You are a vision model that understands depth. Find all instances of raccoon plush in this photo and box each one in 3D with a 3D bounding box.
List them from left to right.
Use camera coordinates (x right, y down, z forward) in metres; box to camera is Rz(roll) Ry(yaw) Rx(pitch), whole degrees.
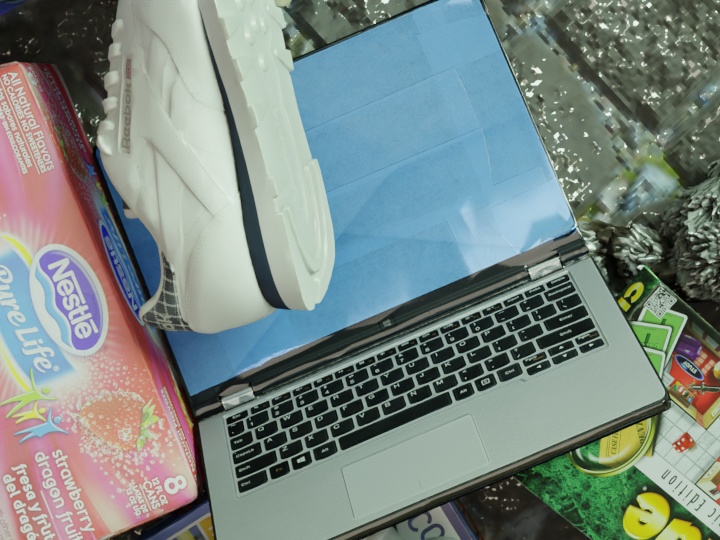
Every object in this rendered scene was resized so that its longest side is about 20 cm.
[{"bbox_3d":[0.166,-0.053,0.910,0.198,0.097,0.135,3,87,1],"label":"raccoon plush"}]

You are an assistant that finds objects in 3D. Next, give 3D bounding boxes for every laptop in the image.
[{"bbox_3d":[0.000,0.000,0.859,0.186,0.200,0.116,-23,118,3],"label":"laptop"}]

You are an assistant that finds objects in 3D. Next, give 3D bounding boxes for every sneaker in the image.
[{"bbox_3d":[-0.071,-0.075,0.832,0.080,0.076,0.202,-10,92,20],"label":"sneaker"}]

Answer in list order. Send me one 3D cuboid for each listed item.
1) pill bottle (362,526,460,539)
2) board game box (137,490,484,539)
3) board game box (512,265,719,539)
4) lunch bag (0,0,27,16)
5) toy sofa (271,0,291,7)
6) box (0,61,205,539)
[{"bbox_3d":[0.029,0.183,0.877,0.120,0.120,0.200,-43,91,4],"label":"pill bottle"},{"bbox_3d":[0.007,0.170,0.954,0.135,0.034,0.201,-31,94,3],"label":"board game box"},{"bbox_3d":[0.156,0.096,0.917,0.200,0.023,0.105,38,99,-25],"label":"board game box"},{"bbox_3d":[-0.228,-0.151,0.798,0.199,0.127,0.171,-20,94,23],"label":"lunch bag"},{"bbox_3d":[-0.107,-0.179,0.882,0.198,0.098,0.083,8,122,1],"label":"toy sofa"},{"bbox_3d":[-0.143,0.017,0.911,0.095,0.100,0.201,-22,94,3],"label":"box"}]
